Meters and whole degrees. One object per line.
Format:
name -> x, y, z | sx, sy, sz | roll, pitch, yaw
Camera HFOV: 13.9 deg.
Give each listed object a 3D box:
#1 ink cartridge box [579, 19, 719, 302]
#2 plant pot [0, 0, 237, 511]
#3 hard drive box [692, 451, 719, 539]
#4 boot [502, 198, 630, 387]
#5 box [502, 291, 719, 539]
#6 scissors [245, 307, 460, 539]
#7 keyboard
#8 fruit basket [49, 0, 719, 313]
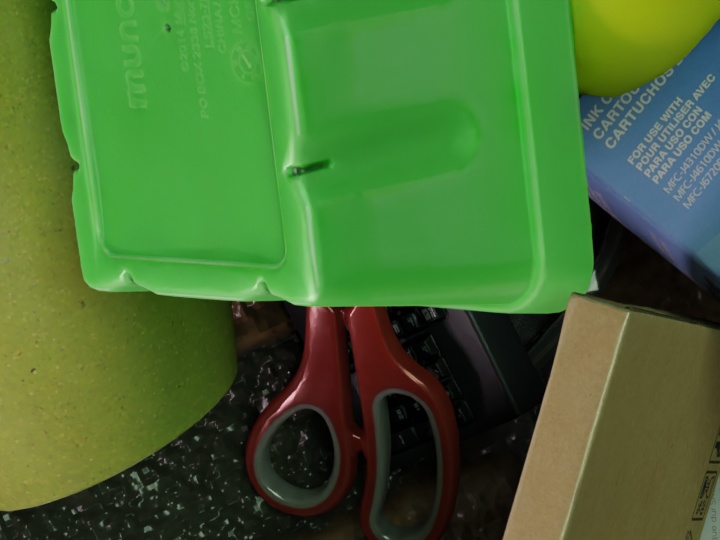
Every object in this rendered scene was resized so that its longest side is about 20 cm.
ink cartridge box -> 0.138, -0.054, 0.890 | 0.137, 0.076, 0.200 | -50, 56, 0
plant pot -> -0.122, -0.036, 0.893 | 0.187, 0.187, 0.201 | -32, 107, -19
hard drive box -> 0.165, 0.101, 0.933 | 0.077, 0.199, 0.157 | 15, 72, -54
boot -> 0.022, -0.070, 0.991 | 0.173, 0.069, 0.201 | 25, 92, 1
box -> 0.063, 0.108, 0.858 | 0.021, 0.163, 0.201 | 18, 92, 20
scissors -> 0.000, 0.000, 0.938 | 0.073, 0.014, 0.201 | 10, 116, 15
keyboard -> -0.011, -0.033, 0.952 | 0.040, 0.104, 0.201 | -31, 93, -53
fruit basket -> 0.019, -0.091, 0.829 | 0.215, 0.155, 0.217 | -4, 96, -48
